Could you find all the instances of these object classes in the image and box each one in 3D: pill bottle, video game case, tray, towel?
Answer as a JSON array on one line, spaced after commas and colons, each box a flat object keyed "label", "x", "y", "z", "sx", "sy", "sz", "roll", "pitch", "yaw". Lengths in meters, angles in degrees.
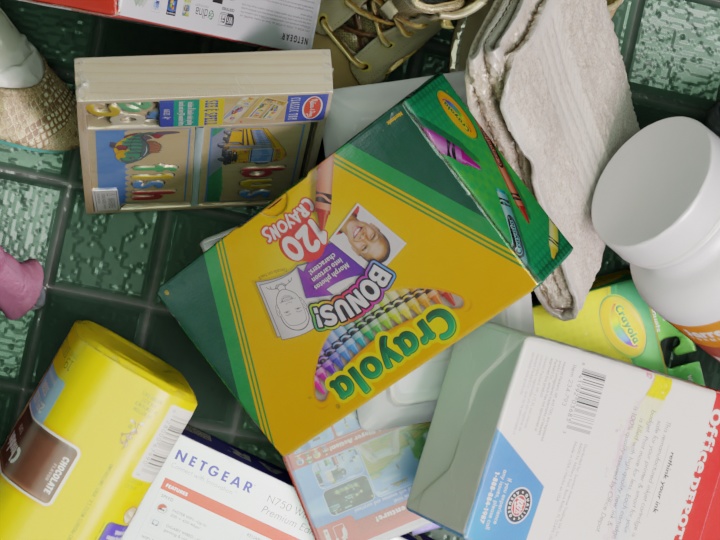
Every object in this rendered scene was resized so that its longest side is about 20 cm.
[{"label": "pill bottle", "x": 0.226, "y": 0.000, "z": 1.276, "sx": 0.200, "sy": 0.112, "sz": 0.112, "roll": 35, "pitch": 91, "yaw": -33}, {"label": "video game case", "x": 0.009, "y": 0.050, "z": 1.290, "sx": 0.143, "sy": 0.017, "sz": 0.200, "roll": -21, "pitch": 92, "yaw": -4}, {"label": "tray", "x": 0.041, "y": -0.008, "z": 1.248, "sx": 0.107, "sy": 0.022, "sz": 0.201, "roll": -8, "pitch": 106, "yaw": -3}, {"label": "towel", "x": 0.114, "y": -0.084, "z": 1.246, "sx": 0.133, "sy": 0.034, "sz": 0.200, "roll": -61, "pitch": 145, "yaw": -33}]

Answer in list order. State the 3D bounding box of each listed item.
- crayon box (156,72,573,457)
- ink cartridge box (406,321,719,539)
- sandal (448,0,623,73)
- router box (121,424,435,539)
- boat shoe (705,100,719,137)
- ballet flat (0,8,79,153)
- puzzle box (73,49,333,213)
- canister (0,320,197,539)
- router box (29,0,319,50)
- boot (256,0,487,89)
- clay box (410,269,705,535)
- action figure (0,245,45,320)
[{"label": "crayon box", "x": 0.000, "y": 0.000, "z": 1.201, "sx": 0.200, "sy": 0.058, "sz": 0.119, "roll": -36, "pitch": 93, "yaw": 32}, {"label": "ink cartridge box", "x": 0.137, "y": 0.108, "z": 1.260, "sx": 0.200, "sy": 0.067, "sz": 0.116, "roll": 18, "pitch": 90, "yaw": -31}, {"label": "sandal", "x": 0.123, "y": -0.174, "z": 1.298, "sx": 0.078, "sy": 0.070, "sz": 0.212, "roll": 34, "pitch": 91, "yaw": -9}, {"label": "router box", "x": -0.062, "y": 0.211, "z": 1.327, "sx": 0.200, "sy": 0.049, "sz": 0.180, "roll": 26, "pitch": 92, "yaw": -9}, {"label": "boat shoe", "x": 0.294, "y": -0.101, "z": 1.320, "sx": 0.199, "sy": 0.075, "sz": 0.066, "roll": -14, "pitch": 128, "yaw": 3}, {"label": "ballet flat", "x": -0.239, "y": -0.129, "z": 1.255, "sx": 0.200, "sy": 0.071, "sz": 0.065, "roll": 21, "pitch": 129, "yaw": -10}, {"label": "puzzle box", "x": -0.087, "y": -0.073, "z": 1.221, "sx": 0.133, "sy": 0.200, "sz": 0.025, "roll": -3, "pitch": 75, "yaw": -6}, {"label": "canister", "x": -0.175, "y": 0.134, "z": 1.257, "sx": 0.086, "sy": 0.149, "sz": 0.200, "roll": 30, "pitch": 90, "yaw": -9}, {"label": "router box", "x": -0.143, "y": -0.159, "z": 1.163, "sx": 0.179, "sy": 0.200, "sz": 0.049, "roll": 13, "pitch": 96, "yaw": 26}, {"label": "boot", "x": 0.013, "y": -0.144, "z": 1.244, "sx": 0.200, "sy": 0.155, "sz": 0.073, "roll": -44, "pitch": 99, "yaw": 0}, {"label": "clay box", "x": 0.109, "y": 0.074, "z": 1.333, "sx": 0.199, "sy": 0.048, "sz": 0.115, "roll": -16, "pitch": 96, "yaw": -3}, {"label": "action figure", "x": -0.250, "y": 0.021, "z": 1.242, "sx": 0.134, "sy": 0.149, "sz": 0.200, "roll": 15, "pitch": 108, "yaw": -2}]
